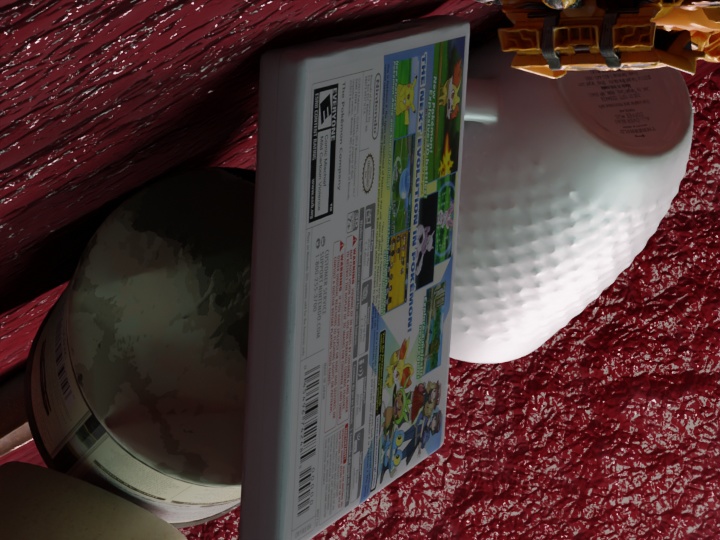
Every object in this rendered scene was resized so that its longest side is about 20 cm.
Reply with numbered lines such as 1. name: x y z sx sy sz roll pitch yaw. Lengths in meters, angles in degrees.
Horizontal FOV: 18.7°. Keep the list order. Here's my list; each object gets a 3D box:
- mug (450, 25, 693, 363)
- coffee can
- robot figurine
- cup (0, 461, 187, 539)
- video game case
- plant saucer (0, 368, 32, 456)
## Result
1. mug: 0.071 -0.056 1.163 0.199 0.148 0.175 6 149 -28
2. coffee can: -0.081 0.044 1.065 0.146 0.147 0.200 -30 177 -18
3. robot figurine: 0.136 -0.113 0.924 0.145 0.058 0.200 2 -172 40
4. cup: -0.158 0.178 1.074 0.144 0.200 0.200 -68 -171 -16
5. video game case: 0.000 0.000 0.916 0.022 0.201 0.182 8 -167 22
6. plant saucer: -0.207 0.080 1.519 0.200 0.037 0.200 -30 177 -2
